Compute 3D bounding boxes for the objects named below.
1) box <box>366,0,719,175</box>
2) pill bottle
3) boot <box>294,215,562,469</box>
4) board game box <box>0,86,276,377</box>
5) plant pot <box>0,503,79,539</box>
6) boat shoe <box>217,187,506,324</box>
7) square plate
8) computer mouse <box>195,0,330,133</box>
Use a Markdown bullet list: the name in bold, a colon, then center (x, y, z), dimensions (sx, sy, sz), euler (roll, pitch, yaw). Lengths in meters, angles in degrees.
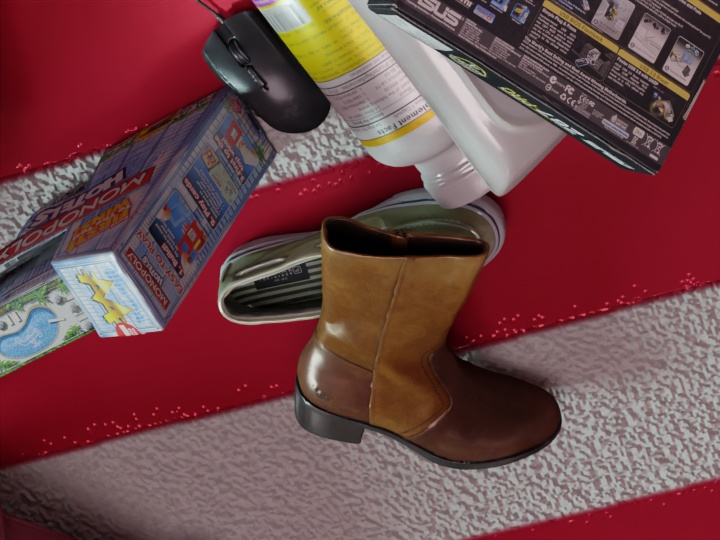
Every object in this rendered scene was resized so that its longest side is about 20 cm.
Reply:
- **box**: center (0.125, -0.173, 1.277), dimensions (0.199, 0.049, 0.162), euler (29, 87, -21)
- **pill bottle**: center (0.021, -0.137, 1.353), dimensions (0.104, 0.104, 0.200), euler (-31, 109, 20)
- **boot**: center (0.056, 0.039, 1.418), dimensions (0.187, 0.069, 0.200), euler (13, 139, -1)
- **board game box**: center (-0.163, -0.013, 1.385), dimensions (0.199, 0.200, 0.062), euler (-26, 111, 18)
- **plant pot**: center (-0.237, 0.263, 1.550), dimensions (0.178, 0.200, 0.201), euler (11, 119, -16)
- **boat shoe**: center (0.000, 0.000, 1.448), dimensions (0.199, 0.062, 0.072), euler (-15, 114, 15)
- **square plate**: center (0.099, -0.181, 1.307), dimensions (0.198, 0.028, 0.200), euler (-42, 108, -11)
- **computer mouse**: center (-0.095, -0.161, 1.396), dimensions (0.200, 0.034, 0.059), euler (43, 115, -13)
